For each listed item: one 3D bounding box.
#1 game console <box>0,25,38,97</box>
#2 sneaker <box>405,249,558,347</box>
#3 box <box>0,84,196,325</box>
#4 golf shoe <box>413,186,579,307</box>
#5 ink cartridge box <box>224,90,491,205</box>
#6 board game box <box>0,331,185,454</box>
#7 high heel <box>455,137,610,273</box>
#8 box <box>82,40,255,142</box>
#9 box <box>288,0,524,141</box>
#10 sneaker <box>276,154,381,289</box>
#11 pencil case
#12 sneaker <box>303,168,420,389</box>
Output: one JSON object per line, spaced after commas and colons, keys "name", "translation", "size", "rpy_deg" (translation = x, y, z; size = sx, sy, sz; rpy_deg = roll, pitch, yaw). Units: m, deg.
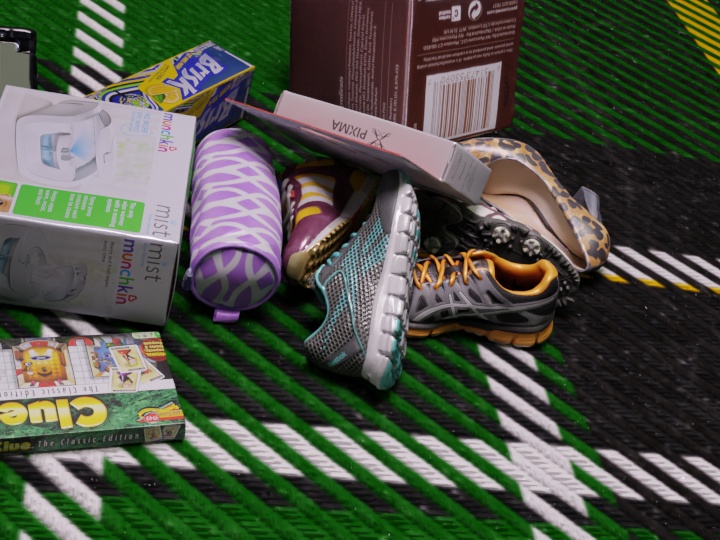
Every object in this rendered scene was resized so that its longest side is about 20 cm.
{"name": "game console", "translation": [-0.429, -0.191, 1.173], "size": [0.200, 0.116, 0.176], "rpy_deg": [1, 10, -22]}
{"name": "sneaker", "translation": [0.088, 0.014, 1.078], "size": [0.200, 0.077, 0.078], "rpy_deg": [5, 41, -14]}
{"name": "box", "translation": [-0.239, -0.058, 1.020], "size": [0.176, 0.097, 0.200], "rpy_deg": [9, 37, -9]}
{"name": "golf shoe", "translation": [0.130, -0.035, 1.162], "size": [0.200, 0.077, 0.088], "rpy_deg": [28, 31, 12]}
{"name": "ink cartridge box", "translation": [0.000, -0.126, 1.095], "size": [0.200, 0.044, 0.174], "rpy_deg": [21, -2, 29]}
{"name": "board game box", "translation": [-0.240, 0.092, 0.890], "size": [0.200, 0.023, 0.105], "rpy_deg": [-2, 43, -24]}
{"name": "high heel", "translation": [0.166, -0.069, 1.219], "size": [0.200, 0.071, 0.143], "rpy_deg": [21, 33, -7]}
{"name": "box", "translation": [-0.194, -0.164, 1.192], "size": [0.064, 0.070, 0.200], "rpy_deg": [31, 39, 16]}
{"name": "box", "translation": [0.045, -0.241, 1.269], "size": [0.166, 0.164, 0.200], "rpy_deg": [-18, 32, -36]}
{"name": "sneaker", "translation": [-0.051, -0.050, 1.110], "size": [0.090, 0.075, 0.200], "rpy_deg": [24, 29, 7]}
{"name": "pencil case", "translation": [-0.113, -0.045, 1.063], "size": [0.084, 0.086, 0.200], "rpy_deg": [4, 40, -7]}
{"name": "sneaker", "translation": [0.000, 0.000, 1.013], "size": [0.091, 0.078, 0.200], "rpy_deg": [6, 66, 10]}
